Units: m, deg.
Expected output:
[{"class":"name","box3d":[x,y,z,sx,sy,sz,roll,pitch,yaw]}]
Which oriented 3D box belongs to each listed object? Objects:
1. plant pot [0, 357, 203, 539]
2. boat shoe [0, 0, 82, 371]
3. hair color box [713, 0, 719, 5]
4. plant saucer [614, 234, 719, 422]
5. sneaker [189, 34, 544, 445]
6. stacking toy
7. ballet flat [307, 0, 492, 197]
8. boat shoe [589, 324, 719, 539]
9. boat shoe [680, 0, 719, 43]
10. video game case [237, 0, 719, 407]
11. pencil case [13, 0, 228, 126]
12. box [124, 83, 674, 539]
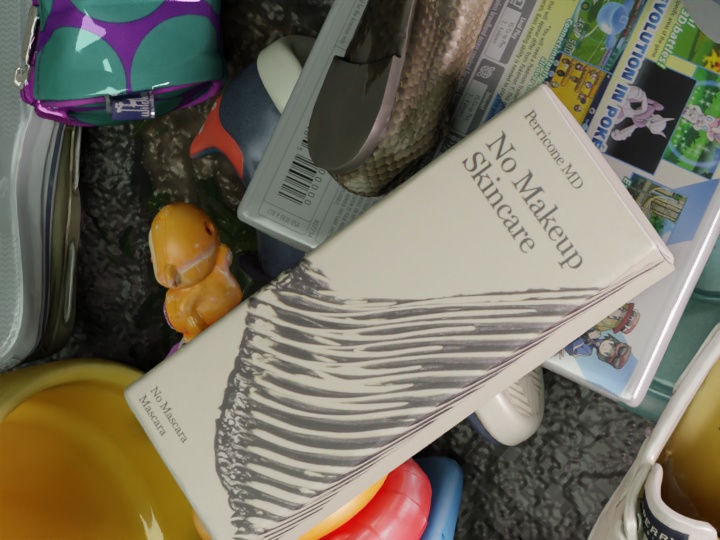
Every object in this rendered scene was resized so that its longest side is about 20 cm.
[{"class":"plant pot","box3d":[-0.176,0.152,1.007,0.188,0.200,0.202,-12,102,37]},{"class":"boat shoe","box3d":[-0.160,-0.055,0.996,0.071,0.062,0.202,3,89,19]},{"class":"hair color box","box3d":[0.167,-0.198,0.765,0.060,0.099,0.201,34,81,8]},{"class":"plant saucer","box3d":[0.150,-0.021,0.917,0.199,0.027,0.202,6,108,18]},{"class":"sneaker","box3d":[0.000,0.000,0.955,0.084,0.075,0.201,-37,82,24]},{"class":"stacking toy","box3d":[-0.044,0.058,0.936,0.109,0.116,0.201,-13,119,23]},{"class":"ballet flat","box3d":[0.037,-0.121,0.867,0.067,0.046,0.201,13,80,53]},{"class":"boat shoe","box3d":[0.129,0.099,0.883,0.071,0.070,0.201,36,109,25]},{"class":"boat shoe","box3d":[0.128,-0.187,0.847,0.069,0.071,0.201,-21,75,-12]},{"class":"video game case","box3d":[0.071,-0.074,0.885,0.181,0.022,0.201,25,89,14]},{"class":"pencil case","box3d":[-0.112,-0.162,0.923,0.092,0.085,0.202,-10,95,-19]},{"class":"box","box3d":[0.015,0.022,0.840,0.200,0.068,0.082,-38,77,8]}]
